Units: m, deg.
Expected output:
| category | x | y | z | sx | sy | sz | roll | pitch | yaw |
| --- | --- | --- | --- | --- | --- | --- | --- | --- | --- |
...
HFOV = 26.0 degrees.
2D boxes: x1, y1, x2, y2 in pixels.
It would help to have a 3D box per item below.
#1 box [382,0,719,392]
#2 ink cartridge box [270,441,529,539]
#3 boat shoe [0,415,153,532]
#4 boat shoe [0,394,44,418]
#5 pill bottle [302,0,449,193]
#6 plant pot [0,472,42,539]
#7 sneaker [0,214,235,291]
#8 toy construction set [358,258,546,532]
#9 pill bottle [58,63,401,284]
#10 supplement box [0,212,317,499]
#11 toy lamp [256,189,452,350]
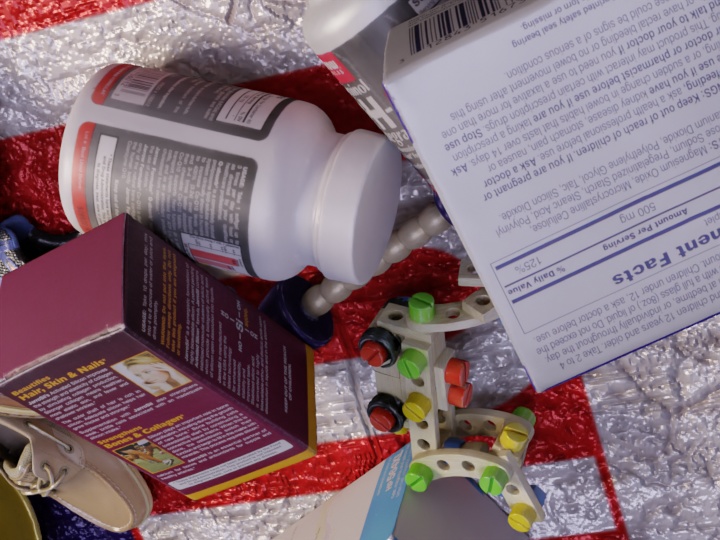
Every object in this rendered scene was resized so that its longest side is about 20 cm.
| category | x | y | z | sx | sy | sz | roll | pitch | yaw |
| --- | --- | --- | --- | --- | --- | --- | --- | --- | --- |
| box | 0.135 | -0.070 | 0.847 | 0.182 | 0.105 | 0.201 | -24 | 109 | 11 |
| ink cartridge box | 0.008 | 0.246 | 1.168 | 0.199 | 0.126 | 0.129 | -37 | 106 | 30 |
| boat shoe | -0.251 | 0.145 | 1.207 | 0.200 | 0.065 | 0.072 | 41 | 122 | -12 |
| boat shoe | -0.288 | 0.052 | 1.156 | 0.198 | 0.072 | 0.068 | 17 | 125 | 6 |
| pill bottle | 0.035 | -0.142 | 0.935 | 0.110 | 0.111 | 0.200 | -33 | 108 | 29 |
| plant pot | -0.373 | 0.233 | 1.235 | 0.141 | 0.200 | 0.201 | -2 | 126 | 49 |
| sneaker | -0.180 | 0.011 | 1.106 | 0.197 | 0.076 | 0.079 | 8 | 119 | 7 |
| toy construction set | 0.071 | 0.077 | 1.070 | 0.130 | 0.092 | 0.202 | 14 | 119 | 24 |
| pill bottle | -0.082 | -0.058 | 0.998 | 0.198 | 0.116 | 0.117 | 14 | 124 | 15 |
| supplement box | -0.128 | 0.062 | 1.007 | 0.109 | 0.086 | 0.200 | -23 | 141 | 25 |
| toy lamp | 0.000 | 0.000 | 1.062 | 0.199 | 0.058 | 0.058 | -37 | 107 | 30 |
